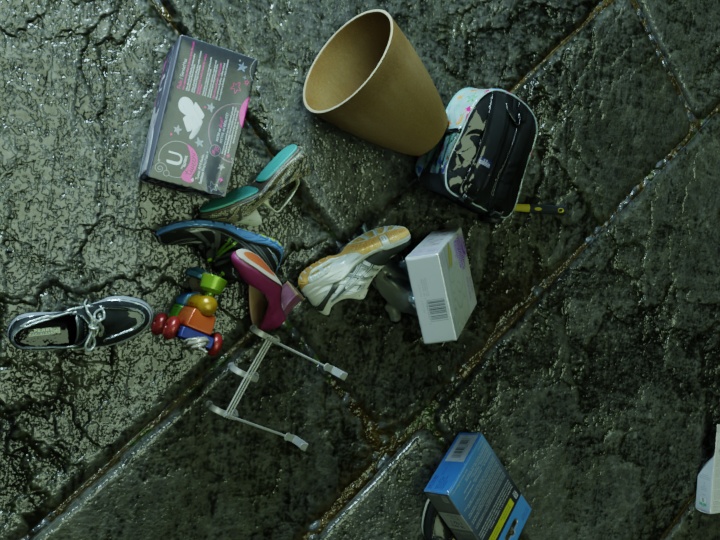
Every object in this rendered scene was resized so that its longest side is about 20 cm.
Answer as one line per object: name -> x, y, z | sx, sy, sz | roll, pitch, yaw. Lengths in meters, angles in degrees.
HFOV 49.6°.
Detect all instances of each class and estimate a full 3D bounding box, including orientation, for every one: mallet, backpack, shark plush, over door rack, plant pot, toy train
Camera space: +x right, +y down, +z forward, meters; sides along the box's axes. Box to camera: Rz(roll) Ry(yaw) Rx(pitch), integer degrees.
mallet -> 0.307, -0.126, 1.449 | 0.199, 0.041, 0.066 | -8, 102, -30
backpack -> 0.201, -0.206, 1.321 | 0.177, 0.150, 0.201 | 20, 95, -33
shark plush -> 0.055, 0.008, 1.341 | 0.200, 0.091, 0.083 | 45, 54, -2
over door rack -> -0.137, 0.187, 1.244 | 0.200, 0.067, 0.148 | 33, 84, -38
plant pot -> 0.043, -0.273, 1.235 | 0.200, 0.186, 0.187 | 34, 80, -36
toy train -> -0.223, 0.056, 1.113 | 0.084, 0.200, 0.116 | 25, 79, -26

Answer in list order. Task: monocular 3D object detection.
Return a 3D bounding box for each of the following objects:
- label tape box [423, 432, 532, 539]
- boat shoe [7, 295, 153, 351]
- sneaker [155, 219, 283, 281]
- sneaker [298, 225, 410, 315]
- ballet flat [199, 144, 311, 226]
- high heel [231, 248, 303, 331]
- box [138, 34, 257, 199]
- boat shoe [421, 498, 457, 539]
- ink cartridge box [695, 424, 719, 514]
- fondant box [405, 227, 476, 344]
label tape box -> 0.216, 0.418, 1.414 | 0.144, 0.063, 0.200 | -49, 115, -37
boat shoe -> -0.391, 0.078, 1.102 | 0.199, 0.068, 0.074 | -2, 96, -26
sneaker -> -0.211, -0.028, 1.180 | 0.199, 0.071, 0.083 | 16, 82, -30
sneaker -> 0.000, 0.000, 1.274 | 0.200, 0.076, 0.088 | -28, 110, 4
ballet flat -> -0.153, -0.115, 1.207 | 0.200, 0.068, 0.075 | -39, 120, -21
high heel -> -0.160, 0.039, 1.166 | 0.096, 0.067, 0.200 | -42, 146, 1
box -> -0.238, -0.213, 1.115 | 0.114, 0.132, 0.201 | 14, 88, -23
boat shoe -> 0.154, 0.506, 1.419 | 0.073, 0.063, 0.202 | -2, 94, -23
ink cartridge box -> 0.835, 0.441, 1.760 | 0.160, 0.050, 0.201 | 3, 90, -26
fondant box -> 0.139, 0.020, 1.298 | 0.058, 0.200, 0.145 | -9, 102, 19
